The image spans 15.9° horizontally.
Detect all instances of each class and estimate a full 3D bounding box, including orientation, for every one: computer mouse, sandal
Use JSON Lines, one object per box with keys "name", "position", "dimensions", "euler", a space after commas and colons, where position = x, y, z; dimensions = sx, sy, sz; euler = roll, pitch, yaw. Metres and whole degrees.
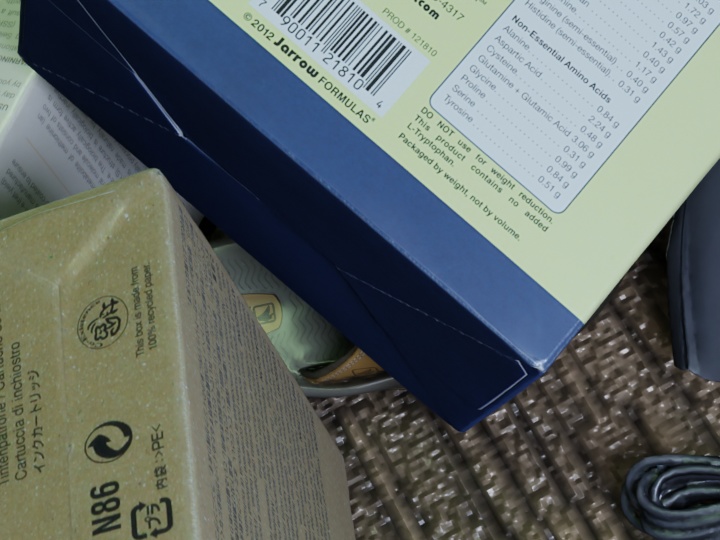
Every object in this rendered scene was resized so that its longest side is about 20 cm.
{"name": "computer mouse", "position": [0.163, 0.000, 0.849], "dimensions": [0.140, 0.046, 0.200], "euler": [0, 52, 23]}
{"name": "sandal", "position": [0.000, 0.000, 0.891], "dimensions": [0.199, 0.055, 0.082], "euler": [-11, 71, 8]}

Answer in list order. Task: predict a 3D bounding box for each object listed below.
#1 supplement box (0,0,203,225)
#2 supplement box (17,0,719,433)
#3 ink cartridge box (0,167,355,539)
{"name": "supplement box", "position": [-0.100, -0.076, 0.950], "dimensions": [0.073, 0.126, 0.200], "euler": [12, 63, 30]}
{"name": "supplement box", "position": [0.031, -0.095, 0.812], "dimensions": [0.200, 0.134, 0.200], "euler": [41, 76, 0]}
{"name": "ink cartridge box", "position": [-0.054, 0.099, 0.773], "dimensions": [0.075, 0.165, 0.200], "euler": [-18, 47, 9]}
